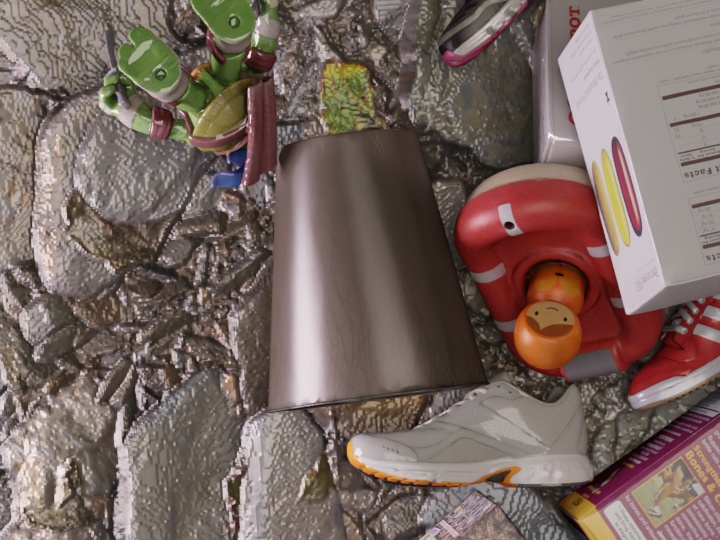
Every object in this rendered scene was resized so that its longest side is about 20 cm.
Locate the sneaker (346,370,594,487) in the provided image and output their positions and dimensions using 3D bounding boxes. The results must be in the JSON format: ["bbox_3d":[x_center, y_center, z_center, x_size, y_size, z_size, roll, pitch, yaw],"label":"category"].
[{"bbox_3d":[0.086,0.126,1.535,0.198,0.076,0.093,2,82,-12],"label":"sneaker"}]

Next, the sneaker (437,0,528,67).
[{"bbox_3d":[0.108,-0.255,1.531,0.087,0.074,0.201,35,82,-4],"label":"sneaker"}]

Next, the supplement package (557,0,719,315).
[{"bbox_3d":[0.226,-0.084,1.377,0.109,0.114,0.202,-12,79,-9],"label":"supplement package"}]

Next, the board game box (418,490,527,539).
[{"bbox_3d":[0.074,0.301,1.515,0.200,0.097,0.160,-41,93,-4],"label":"board game box"}]

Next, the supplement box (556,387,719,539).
[{"bbox_3d":[0.276,0.185,1.528,0.199,0.103,0.131,-34,92,-3],"label":"supplement box"}]

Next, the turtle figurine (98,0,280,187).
[{"bbox_3d":[-0.131,-0.168,1.444,0.143,0.194,0.202,-3,79,1],"label":"turtle figurine"}]

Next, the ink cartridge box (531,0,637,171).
[{"bbox_3d":[0.236,-0.130,1.507,0.198,0.084,0.146,5,59,-4],"label":"ink cartridge box"}]

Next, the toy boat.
[{"bbox_3d":[0.146,0.020,1.467,0.130,0.131,0.201,-14,125,24],"label":"toy boat"}]

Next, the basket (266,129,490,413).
[{"bbox_3d":[0.000,0.000,1.493,0.179,0.136,0.202,-10,84,23],"label":"basket"}]

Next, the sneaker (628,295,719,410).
[{"bbox_3d":[0.276,0.019,1.544,0.199,0.071,0.113,-34,97,-12],"label":"sneaker"}]
